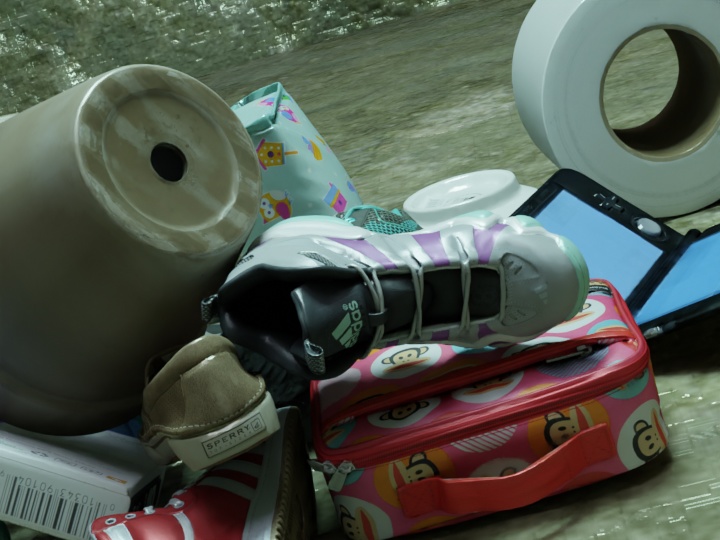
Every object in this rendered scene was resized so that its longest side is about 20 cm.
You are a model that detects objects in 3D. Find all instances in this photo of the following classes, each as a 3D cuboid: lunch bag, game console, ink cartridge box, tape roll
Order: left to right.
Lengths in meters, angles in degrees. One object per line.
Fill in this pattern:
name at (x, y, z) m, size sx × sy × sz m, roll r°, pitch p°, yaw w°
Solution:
ink cartridge box at (-0.219, 0.110, 0.927) m, size 0.196 × 0.044 × 0.200 m, roll 16°, pitch 0°, yaw 1°
lunch bag at (-0.065, -0.059, 1.289) m, size 0.121 × 0.171 × 0.200 m, roll -34°, pitch 14°, yaw 9°
lunch bag at (0.070, 0.083, 0.868) m, size 0.198 × 0.083 × 0.176 m, roll -17°, pitch 20°, yaw 4°
tape roll at (0.234, -0.157, 1.271) m, size 0.200 × 0.205 × 0.139 m, roll -17°, pitch 15°, yaw 0°
game console at (0.193, -0.029, 1.020) m, size 0.175 × 0.117 × 0.200 m, roll 33°, pitch 34°, yaw 13°

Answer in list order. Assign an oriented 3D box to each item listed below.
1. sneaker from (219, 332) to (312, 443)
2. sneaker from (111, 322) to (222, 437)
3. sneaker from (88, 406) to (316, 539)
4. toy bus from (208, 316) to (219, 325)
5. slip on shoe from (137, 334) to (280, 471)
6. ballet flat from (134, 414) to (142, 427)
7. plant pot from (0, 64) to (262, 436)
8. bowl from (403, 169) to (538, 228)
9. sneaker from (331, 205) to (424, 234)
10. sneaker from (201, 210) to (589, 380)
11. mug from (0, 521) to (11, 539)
sneaker at (-0.038, 0.034, 1.025) m, size 0.060 × 0.104 × 0.201 m, roll -20°, pitch 29°, yaw 41°
sneaker at (-0.124, 0.079, 1.111) m, size 0.197 × 0.072 × 0.083 m, roll -10°, pitch 5°, yaw 19°
sneaker at (-0.085, 0.139, 0.842) m, size 0.111 × 0.072 × 0.200 m, roll -11°, pitch 18°, yaw 7°
toy bus at (-0.162, 0.064, 1.187) m, size 0.198 × 0.066 × 0.078 m, roll -16°, pitch 14°, yaw 5°
slip on shoe at (-0.093, 0.070, 0.851) m, size 0.075 × 0.061 × 0.200 m, roll -27°, pitch 3°, yaw -10°
ballet flat at (-0.158, 0.050, 1.035) m, size 0.070 × 0.068 × 0.199 m, roll -44°, pitch 45°, yaw -12°
plant pot at (-0.148, -0.025, 0.887) m, size 0.199 × 0.201 × 0.173 m, roll -31°, pitch -2°, yaw -42°
bowl at (0.086, -0.017, 1.152) m, size 0.198 × 0.095 × 0.201 m, roll -15°, pitch 15°, yaw 4°
sneaker at (0.000, 0.000, 0.993) m, size 0.078 × 0.091 × 0.199 m, roll -54°, pitch -23°, yaw 20°
sneaker at (0.013, 0.022, 0.798) m, size 0.198 × 0.079 × 0.140 m, roll -2°, pitch 16°, yaw 21°
mug at (-0.314, 0.167, 0.875) m, size 0.183 × 0.116 × 0.152 m, roll 14°, pitch -2°, yaw 22°
